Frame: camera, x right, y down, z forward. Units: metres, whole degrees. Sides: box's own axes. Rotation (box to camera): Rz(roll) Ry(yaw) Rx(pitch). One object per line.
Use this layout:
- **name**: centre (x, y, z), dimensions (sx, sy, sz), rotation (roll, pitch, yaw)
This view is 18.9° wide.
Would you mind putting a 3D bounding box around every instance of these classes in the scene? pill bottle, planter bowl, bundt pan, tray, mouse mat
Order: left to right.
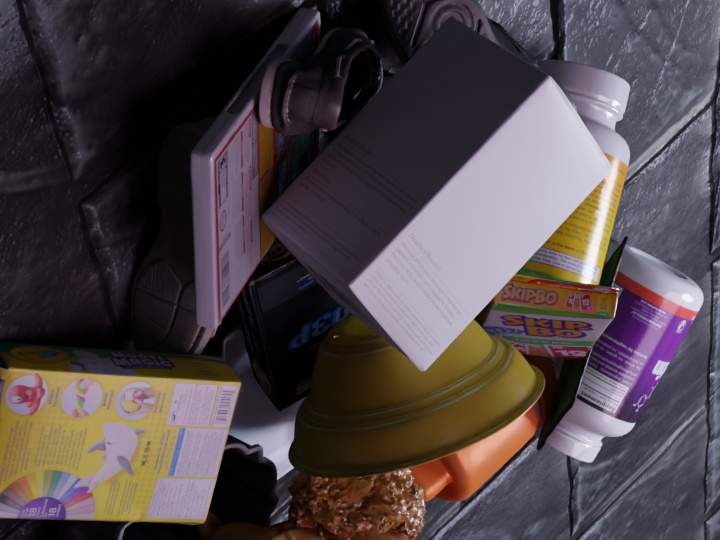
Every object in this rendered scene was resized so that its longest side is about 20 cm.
- **bundt pan**: centre (-0.158, 0.199, 1.662), dimensions (0.202, 0.076, 0.202), rotation (-36, 144, -31)
- **tray**: centre (-0.079, 0.100, 1.737), dimensions (0.107, 0.022, 0.201), rotation (-33, 143, -34)
- **planter bowl**: centre (0.030, 0.072, 1.599), dimensions (0.200, 0.200, 0.084), rotation (-29, 109, -38)
- **pill bottle**: centre (0.162, -0.068, 1.807), dimensions (0.111, 0.111, 0.201), rotation (25, 78, -60)
- **mouse mat**: centre (0.196, 0.068, 1.924), dimensions (0.200, 0.008, 0.161), rotation (103, 7, -72)
- **pill bottle**: centre (0.239, 0.080, 2.092), dimensions (0.112, 0.112, 0.200), rotation (12, 109, -58)

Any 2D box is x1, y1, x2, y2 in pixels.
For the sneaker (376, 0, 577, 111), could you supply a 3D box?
- **sneaker**: centre (0.072, -0.171, 1.659), dimensions (0.199, 0.114, 0.076), rotation (34, 95, -33)

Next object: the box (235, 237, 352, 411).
- **box**: centre (0.000, 0.000, 1.645), dimensions (0.200, 0.046, 0.159), rotation (-29, 143, -16)

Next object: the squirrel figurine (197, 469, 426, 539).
- **squirrel figurine**: centre (-0.039, 0.211, 1.665), dimensions (0.186, 0.141, 0.200), rotation (27, 93, -49)

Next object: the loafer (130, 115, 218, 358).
- **loafer**: centre (-0.112, -0.016, 1.535), dimensions (0.063, 0.072, 0.201), rotation (-27, 137, -50)

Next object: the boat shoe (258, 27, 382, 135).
- **boat shoe**: centre (-0.014, -0.128, 1.517), dimensions (0.200, 0.057, 0.067), rotation (-38, 138, -68)

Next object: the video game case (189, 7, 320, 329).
- **video game case**: centre (-0.070, -0.073, 1.502), dimensions (0.200, 0.017, 0.143), rotation (-59, 156, -49)

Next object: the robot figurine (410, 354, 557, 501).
- **robot figurine**: centre (0.093, 0.124, 1.922), dimensions (0.200, 0.116, 0.144), rotation (-41, 142, -24)

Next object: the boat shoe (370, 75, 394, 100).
- **boat shoe**: centre (0.051, -0.082, 1.706), dimensions (0.074, 0.068, 0.199), rotation (-49, 150, -13)

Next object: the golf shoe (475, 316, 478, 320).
- **golf shoe**: centre (0.042, 0.028, 1.812), dimensions (0.200, 0.077, 0.088), rotation (-9, 111, -60)

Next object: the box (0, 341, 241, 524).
- **box**: centre (-0.192, 0.113, 1.495), dimensions (0.199, 0.048, 0.118), rotation (5, 111, -30)

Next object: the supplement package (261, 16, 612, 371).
- **supplement package**: centre (0.054, -0.054, 1.512), dimensions (0.200, 0.117, 0.117), rotation (-46, 134, -5)

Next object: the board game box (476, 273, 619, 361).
- **board game box**: centre (0.146, 0.038, 1.741), dimensions (0.200, 0.095, 0.030), rotation (100, -3, -74)
